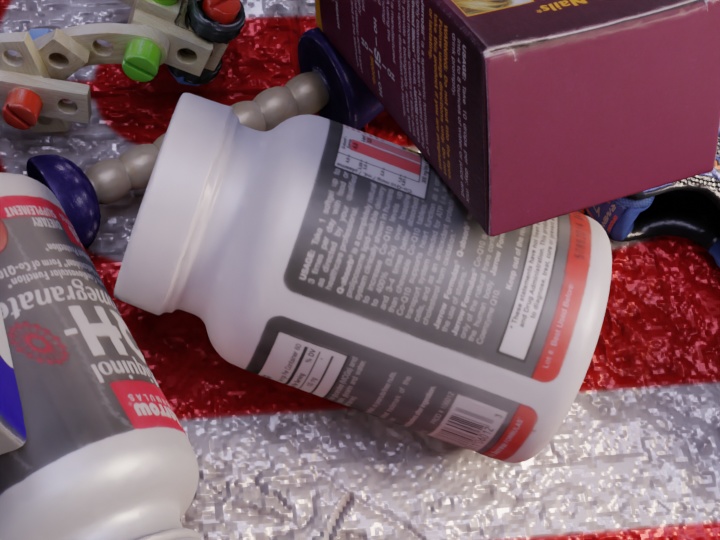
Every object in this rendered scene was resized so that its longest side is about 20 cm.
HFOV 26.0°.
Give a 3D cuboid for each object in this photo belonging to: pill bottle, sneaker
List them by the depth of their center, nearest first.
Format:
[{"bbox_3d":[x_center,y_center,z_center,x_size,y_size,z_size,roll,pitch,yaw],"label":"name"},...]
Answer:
[{"bbox_3d":[-0.135,0.069,0.650,0.110,0.111,0.201,-25,69,-19],"label":"pill bottle"},{"bbox_3d":[0.000,0.000,0.687,0.198,0.116,0.117,20,61,-6],"label":"pill bottle"},{"bbox_3d":[0.123,-0.058,0.773,0.198,0.076,0.079,16,65,2],"label":"sneaker"}]

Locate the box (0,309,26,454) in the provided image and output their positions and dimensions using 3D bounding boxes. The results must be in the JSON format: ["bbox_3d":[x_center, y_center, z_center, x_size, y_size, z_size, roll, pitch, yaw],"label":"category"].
[{"bbox_3d":[-0.239,-0.013,0.576,0.182,0.105,0.202,-17,70,-1],"label":"box"}]

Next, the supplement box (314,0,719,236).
[{"bbox_3d":[0.061,-0.113,0.682,0.109,0.086,0.200,-15,38,-15],"label":"supplement box"}]

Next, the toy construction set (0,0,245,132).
[{"bbox_3d":[-0.121,-0.157,0.777,0.130,0.092,0.202,20,66,-15],"label":"toy construction set"}]

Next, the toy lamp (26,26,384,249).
[{"bbox_3d":[-0.062,-0.071,0.762,0.199,0.058,0.058,-28,69,-20],"label":"toy lamp"}]
